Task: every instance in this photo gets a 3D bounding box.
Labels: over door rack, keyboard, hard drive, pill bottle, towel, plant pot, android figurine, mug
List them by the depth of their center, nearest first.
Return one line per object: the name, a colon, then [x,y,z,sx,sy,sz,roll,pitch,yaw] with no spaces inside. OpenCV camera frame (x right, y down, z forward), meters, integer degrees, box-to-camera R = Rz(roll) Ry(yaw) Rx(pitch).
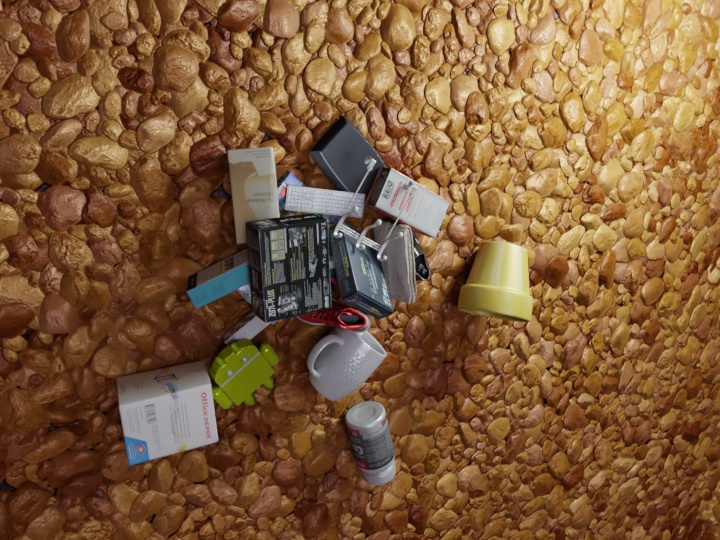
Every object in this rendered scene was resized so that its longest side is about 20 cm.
over door rack: [0.041,-0.139,1.418,0.146,0.066,0.203,26,88,-30]
keyboard: [-0.082,-0.162,1.465,0.196,0.011,0.058,3,108,-25]
android figurine: [-0.279,0.244,1.478,0.181,0.041,0.202,-40,138,-15]
hard drive: [-0.016,-0.255,1.496,0.135,0.042,0.200,-46,118,-6]
mug: [-0.056,0.222,1.540,0.176,0.148,0.199,-50,142,5]
towel: [0.083,-0.021,1.556,0.034,0.131,0.205,-19,112,-34]
pill bottle: [0.031,0.470,1.678,0.112,0.114,0.204,-20,112,-18]
plant pot: [0.375,0.029,1.682,0.197,0.200,0.193,14,82,-27]

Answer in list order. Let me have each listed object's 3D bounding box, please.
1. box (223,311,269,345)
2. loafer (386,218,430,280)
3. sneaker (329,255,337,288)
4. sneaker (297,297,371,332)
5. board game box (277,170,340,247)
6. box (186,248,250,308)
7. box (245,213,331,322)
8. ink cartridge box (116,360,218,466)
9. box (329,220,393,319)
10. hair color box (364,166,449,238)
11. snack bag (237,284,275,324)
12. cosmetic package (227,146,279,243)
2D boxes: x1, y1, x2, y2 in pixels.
box: [-0.239,0.113,1.475,0.199,0.039,0.042,-40,118,4]
loafer: [0.133,-0.055,1.603,0.073,0.071,0.201,-40,116,-9]
sneaker: [-0.141,0.023,1.445,0.196,0.075,0.087,-7,108,-18]
sneaker: [-0.072,0.093,1.441,0.195,0.116,0.080,9,81,4]
board game box: [-0.143,-0.119,1.479,0.200,0.034,0.136,42,86,-28]
box: [-0.290,0.008,1.394,0.197,0.083,0.050,-26,116,-1]
box: [-0.153,-0.008,1.337,0.161,0.086,0.205,-11,109,-28]
ink cartridge box: [-0.436,0.315,1.401,0.196,0.144,0.151,-9,109,-22]
box: [0.000,0.000,1.472,0.050,0.203,0.157,-29,145,24]
hair color box: [0.117,-0.166,1.526,0.198,0.061,0.103,25,89,-31]
snack bag: [-0.198,0.006,1.474,0.199,0.021,0.189,-40,117,4]
cosmetic package: [-0.233,-0.166,1.375,0.103,0.071,0.205,-6,98,-5]
